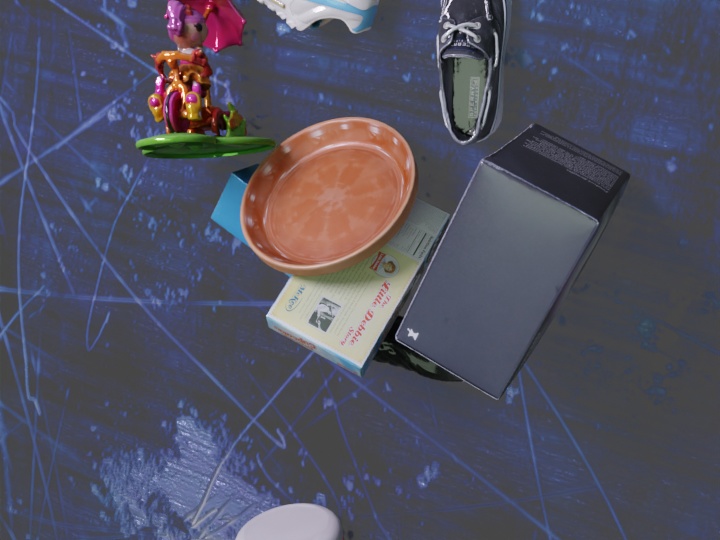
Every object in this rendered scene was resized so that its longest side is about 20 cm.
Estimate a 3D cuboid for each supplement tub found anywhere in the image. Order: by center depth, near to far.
[{"bbox_3d":[-0.078,0.416,1.171,0.140,0.140,0.201,-2,105,25],"label":"supplement tub"}]

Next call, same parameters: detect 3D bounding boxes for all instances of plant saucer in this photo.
[{"bbox_3d":[-0.033,-0.079,0.980,0.199,0.201,0.032,2,149,24],"label":"plant saucer"}]

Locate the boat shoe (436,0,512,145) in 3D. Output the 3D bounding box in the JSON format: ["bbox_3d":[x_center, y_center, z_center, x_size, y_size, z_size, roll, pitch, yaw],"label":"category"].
[{"bbox_3d":[0.107,-0.226,0.914,0.071,0.068,0.201,8,110,22],"label":"boat shoe"}]

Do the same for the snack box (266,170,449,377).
[{"bbox_3d":[0.000,0.000,0.980,0.116,0.200,0.037,27,160,12],"label":"snack box"}]

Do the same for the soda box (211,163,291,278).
[{"bbox_3d":[-0.070,-0.038,1.061,0.200,0.064,0.068,36,118,10],"label":"soda box"}]

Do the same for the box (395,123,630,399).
[{"bbox_3d":[0.152,-0.015,0.890,0.123,0.198,0.201,30,117,13],"label":"box"}]

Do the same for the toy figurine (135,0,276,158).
[{"bbox_3d":[-0.182,-0.222,0.998,0.149,0.200,0.185,-4,93,17],"label":"toy figurine"}]

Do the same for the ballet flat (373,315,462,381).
[{"bbox_3d":[0.053,0.083,1.063,0.199,0.057,0.067,14,85,15],"label":"ballet flat"}]

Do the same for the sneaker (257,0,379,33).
[{"bbox_3d":[-0.075,-0.299,0.972,0.199,0.076,0.081,13,114,23],"label":"sneaker"}]
